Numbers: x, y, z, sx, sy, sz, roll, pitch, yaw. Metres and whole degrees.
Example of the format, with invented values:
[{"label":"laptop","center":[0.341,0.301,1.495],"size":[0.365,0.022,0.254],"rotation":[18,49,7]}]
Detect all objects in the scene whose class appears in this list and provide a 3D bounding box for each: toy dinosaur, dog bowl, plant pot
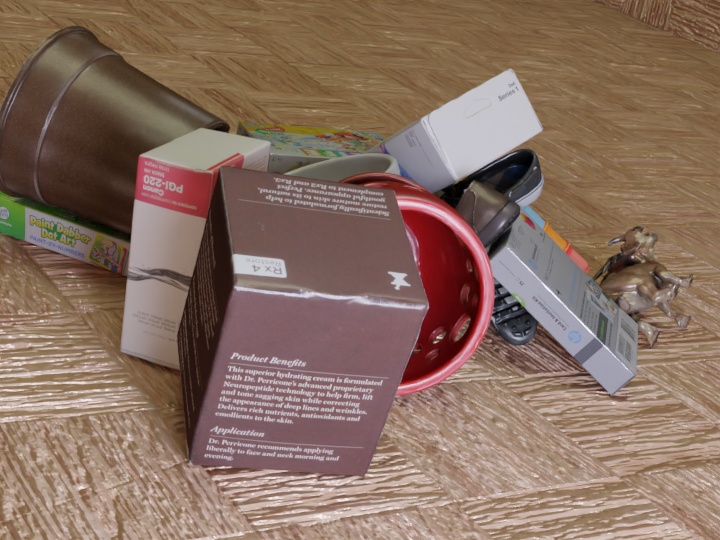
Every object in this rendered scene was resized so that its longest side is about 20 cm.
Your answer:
[{"label":"toy dinosaur","center":[0.327,0.022,1.703],"size":[0.135,0.087,0.199],"rotation":[25,28,29]},{"label":"dog bowl","center":[-0.044,-0.062,1.584],"size":[0.198,0.080,0.200],"rotation":[-15,17,5]},{"label":"plant pot","center":[-0.257,-0.131,1.495],"size":[0.197,0.202,0.200],"rotation":[26,23,13]},{"label":"plant pot","center":[0.021,0.005,1.411],"size":[0.198,0.203,0.183],"rotation":[9,12,-11]}]

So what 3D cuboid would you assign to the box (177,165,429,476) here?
[{"label":"box","center":[-0.057,0.046,1.196],"size":[0.164,0.201,0.165],"rotation":[7,36,-17]}]

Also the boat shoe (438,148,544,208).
[{"label":"boat shoe","center":[0.124,-0.079,1.611],"size":[0.199,0.057,0.069],"rotation":[-31,54,-14]}]

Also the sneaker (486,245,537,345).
[{"label":"sneaker","center":[0.156,0.018,1.628],"size":[0.066,0.091,0.201],"rotation":[-19,53,-8]}]

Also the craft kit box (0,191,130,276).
[{"label":"craft kit box","center":[-0.304,-0.067,1.608],"size":[0.198,0.049,0.197],"rotation":[19,19,15]}]

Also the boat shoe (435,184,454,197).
[{"label":"boat shoe","center":[0.147,-0.086,1.819],"size":[0.199,0.061,0.074],"rotation":[30,-13,-10]}]

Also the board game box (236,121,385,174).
[{"label":"board game box","center":[-0.046,-0.147,1.771],"size":[0.198,0.035,0.134],"rotation":[2,22,-25]}]

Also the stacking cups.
[{"label":"stacking cups","center":[0.207,-0.060,1.767],"size":[0.199,0.061,0.061],"rotation":[39,18,-9]}]

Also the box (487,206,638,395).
[{"label":"box","center":[0.226,0.030,1.546],"size":[0.200,0.041,0.156],"rotation":[45,21,-6]}]

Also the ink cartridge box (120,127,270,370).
[{"label":"ink cartridge box","center":[-0.159,-0.023,1.354],"size":[0.084,0.202,0.146],"rotation":[13,20,15]}]

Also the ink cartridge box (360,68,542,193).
[{"label":"ink cartridge box","center":[0.098,-0.147,1.644],"size":[0.144,0.085,0.200],"rotation":[-31,4,-27]}]

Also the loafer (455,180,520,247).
[{"label":"loafer","center":[0.091,-0.029,1.541],"size":[0.071,0.200,0.073],"rotation":[49,30,4]}]
